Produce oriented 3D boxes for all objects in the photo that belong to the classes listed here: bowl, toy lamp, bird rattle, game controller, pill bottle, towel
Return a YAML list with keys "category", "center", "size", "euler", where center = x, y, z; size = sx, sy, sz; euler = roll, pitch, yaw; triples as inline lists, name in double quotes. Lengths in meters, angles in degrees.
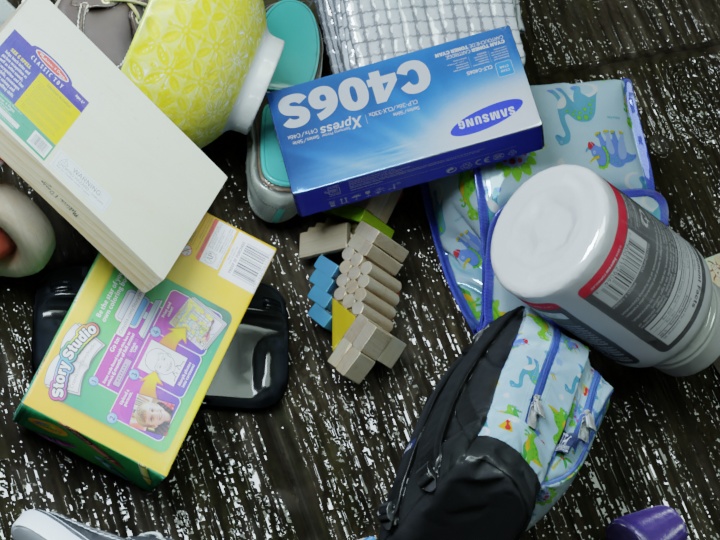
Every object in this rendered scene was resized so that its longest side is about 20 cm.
- category: "bowl"
  center: [-0.123, -0.163, 1.669]
  size: [0.107, 0.200, 0.201]
  euler: [22, 57, -6]
- category: "toy lamp"
  center: [0.165, 0.238, 1.616]
  size: [0.200, 0.058, 0.058]
  euler: [-26, 71, -27]
- category: "bird rattle"
  center: [-0.293, -0.056, 1.570]
  size: [0.163, 0.200, 0.113]
  euler: [36, 54, -24]
- category: "game controller"
  center: [-0.151, 0.052, 1.639]
  size: [0.199, 0.042, 0.105]
  euler: [5, 74, -14]
- category: "pill bottle"
  center: [0.200, 0.008, 1.642]
  size: [0.200, 0.110, 0.111]
  euler: [32, 48, -40]
- category: "towel"
  center: [0.041, -0.241, 1.766]
  size: [0.165, 0.086, 0.201]
  euler: [-8, 80, -23]

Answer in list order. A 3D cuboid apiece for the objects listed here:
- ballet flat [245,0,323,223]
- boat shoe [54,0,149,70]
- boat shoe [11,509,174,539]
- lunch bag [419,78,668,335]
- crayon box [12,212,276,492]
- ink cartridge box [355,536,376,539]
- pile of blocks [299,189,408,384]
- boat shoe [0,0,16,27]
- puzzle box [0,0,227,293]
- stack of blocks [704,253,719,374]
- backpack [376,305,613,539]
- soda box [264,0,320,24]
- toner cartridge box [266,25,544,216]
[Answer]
- category: "ballet flat"
  center: [-0.069, -0.129, 1.748]
  size: [0.067, 0.064, 0.201]
  euler: [8, 58, -10]
- category: "boat shoe"
  center: [-0.201, -0.215, 1.721]
  size: [0.072, 0.059, 0.200]
  euler: [37, 32, -25]
- category: "boat shoe"
  center: [-0.151, 0.219, 1.517]
  size: [0.200, 0.072, 0.068]
  euler: [32, 59, -1]
- category: "lunch bag"
  center: [0.150, -0.047, 1.742]
  size: [0.169, 0.127, 0.201]
  euler: [-5, 76, -22]
- category: "crayon box"
  center: [-0.159, 0.046, 1.585]
  size: [0.119, 0.058, 0.200]
  euler: [28, 70, -7]
- category: "ink cartridge box"
  center: [-0.012, 0.306, 1.469]
  size: [0.146, 0.084, 0.200]
  euler: [-30, 92, -28]
- category: "pile of blocks"
  center: [0.000, 0.000, 1.708]
  size: [0.062, 0.082, 0.201]
  euler: [34, 54, -50]
- category: "boat shoe"
  center: [-0.272, -0.169, 1.704]
  size: [0.075, 0.068, 0.200]
  euler: [-32, 74, -30]
- category: "puzzle box"
  center: [-0.193, -0.094, 1.526]
  size: [0.200, 0.025, 0.133]
  euler: [45, 39, -14]
- category: "stack of blocks"
  center: [0.361, 0.071, 1.770]
  size: [0.115, 0.059, 0.200]
  euler: [-19, 68, -26]
- category: "backpack"
  center: [0.106, 0.123, 1.615]
  size: [0.153, 0.163, 0.200]
  euler: [22, 46, -14]
- category: "soda box"
  center: [-0.053, -0.251, 1.820]
  size: [0.199, 0.068, 0.064]
  euler: [-9, 65, -22]
- category: "toner cartridge box"
  center: [0.034, -0.116, 1.663]
  size: [0.199, 0.043, 0.095]
  euler: [-16, 66, 0]
